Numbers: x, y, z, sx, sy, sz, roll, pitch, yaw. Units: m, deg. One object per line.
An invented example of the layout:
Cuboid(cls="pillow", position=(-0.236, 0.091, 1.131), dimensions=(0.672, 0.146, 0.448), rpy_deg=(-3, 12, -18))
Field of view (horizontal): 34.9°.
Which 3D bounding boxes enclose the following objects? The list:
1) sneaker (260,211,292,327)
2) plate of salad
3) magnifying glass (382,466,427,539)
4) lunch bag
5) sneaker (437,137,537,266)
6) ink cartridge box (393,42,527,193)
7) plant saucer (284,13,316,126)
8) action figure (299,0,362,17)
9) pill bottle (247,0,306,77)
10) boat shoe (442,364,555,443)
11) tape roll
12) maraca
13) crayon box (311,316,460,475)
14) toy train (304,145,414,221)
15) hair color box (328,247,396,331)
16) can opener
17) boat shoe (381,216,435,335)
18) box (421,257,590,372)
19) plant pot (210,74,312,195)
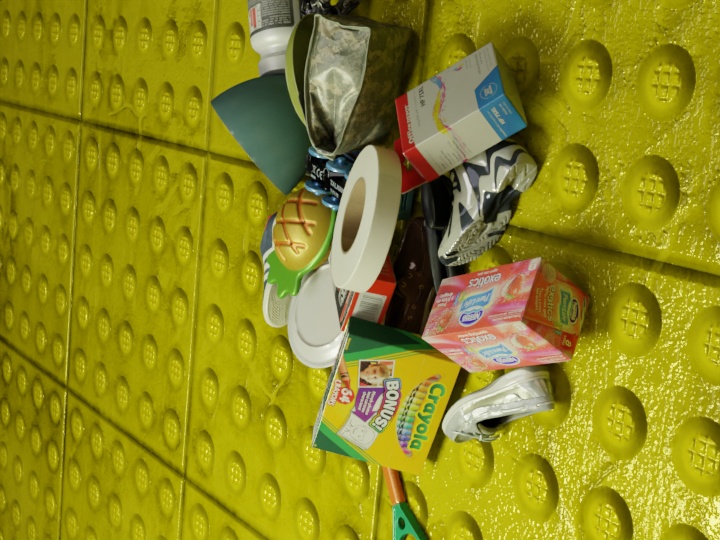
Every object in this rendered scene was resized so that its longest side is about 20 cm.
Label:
Cuboid(cls="sneaker", position=(-0.144, -0.005, 2.008), dimensions=(0.084, 0.074, 0.204), rpy_deg=(15, 97, 60))
Cuboid(cls="plate of salad", position=(-0.045, 0.064, 1.877), dimensions=(0.198, 0.048, 0.204), rpy_deg=(-21, 58, 38))
Cuboid(cls="magnifying glass", position=(0.066, 0.382, 1.768), dimensions=(0.079, 0.022, 0.203), rpy_deg=(-37, 64, 49))
Cuboid(cls="lunch bag", position=(-0.012, -0.273, 1.712), dimensions=(0.116, 0.164, 0.204), rpy_deg=(18, 108, 22))
Cuboid(cls="sneaker", position=(0.150, -0.114, 1.581), dimensions=(0.130, 0.078, 0.201), rpy_deg=(59, 135, 37))
Cuboid(cls="ink cartridge box", position=(0.116, -0.202, 1.538), dimensions=(0.198, 0.067, 0.117), rpy_deg=(-29, 42, 21))
Cuboid(cls="plant saucer", position=(-0.066, -0.295, 1.779), dimensions=(0.031, 0.199, 0.204), rpy_deg=(-8, 84, 27))
Cuboid(cls="action figure", position=(-0.043, -0.446, 1.820), dimensions=(0.118, 0.103, 0.201), rpy_deg=(33, 163, 19))
Cuboid(cls="pill bottle", position=(-0.133, -0.429, 1.931), dimensions=(0.115, 0.114, 0.204), rpy_deg=(-11, 82, 53))
Cuboid(cls="boat shoe", position=(0.185, 0.194, 1.550), dimensions=(0.201, 0.074, 0.066), rpy_deg=(-38, 57, 41))
Cuboid(cls="tape roll", position=(0.006, -0.072, 1.578), dimensions=(0.203, 0.036, 0.207), rpy_deg=(-168, 90, -75))
Cuboid(cls="maraca", position=(-0.098, -0.050, 1.892), dimensions=(0.202, 0.106, 0.137), rpy_deg=(-60, 38, 17))
Cuboid(cls="crayon box", position=(0.036, 0.185, 1.673), dimensions=(0.059, 0.170, 0.203), rpy_deg=(-86, 12, -64))
Cuboid(cls="toy train", position=(-0.006, -0.138, 1.766), dimensions=(0.200, 0.113, 0.088), rpy_deg=(38, 128, 47))
Cuboid(cls="hair color box", position=(0.000, 0.000, 1.726), dimensions=(0.201, 0.060, 0.103), rpy_deg=(-102, 28, -58))
Cuboid(cls="can opener", position=(0.116, -0.041, 1.647), dimensions=(0.063, 0.078, 0.204), rpy_deg=(7, 108, 52))
Cuboid(cls="boat shoe", position=(0.072, 0.021, 1.702), dimensions=(0.072, 0.067, 0.204), rpy_deg=(25, 111, 51))
Cuboid(cls="box", position=(0.187, 0.063, 1.492), dimensions=(0.199, 0.102, 0.096), rpy_deg=(-14, 48, 53))
Cuboid(cls="plant pot", position=(-0.136, -0.246, 1.909), dimensions=(0.134, 0.200, 0.201), rpy_deg=(-39, 52, 4))
